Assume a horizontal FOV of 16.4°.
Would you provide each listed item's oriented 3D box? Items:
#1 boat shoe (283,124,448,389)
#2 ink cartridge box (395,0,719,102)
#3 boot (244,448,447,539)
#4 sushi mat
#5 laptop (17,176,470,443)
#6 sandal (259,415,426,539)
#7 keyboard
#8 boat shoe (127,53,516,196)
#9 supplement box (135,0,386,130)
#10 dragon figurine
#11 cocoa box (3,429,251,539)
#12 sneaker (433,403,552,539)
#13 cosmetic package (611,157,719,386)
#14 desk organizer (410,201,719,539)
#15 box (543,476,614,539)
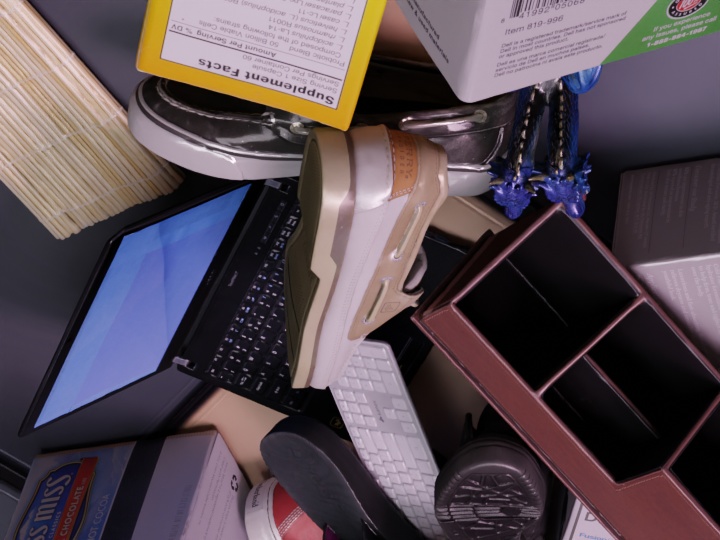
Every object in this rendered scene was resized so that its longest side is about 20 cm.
[{"bbox_3d":[0.000,0.000,1.268,0.068,0.075,0.200,-2,150,-11],"label":"boat shoe"},{"bbox_3d":[0.102,-0.182,1.053,0.146,0.083,0.200,-16,145,-22],"label":"ink cartridge box"},{"bbox_3d":[0.037,0.193,1.523,0.144,0.073,0.200,-17,123,25],"label":"boot"},{"bbox_3d":[-0.191,-0.099,1.343,0.095,0.012,0.200,-23,124,31],"label":"sushi mat"},{"bbox_3d":[-0.060,0.041,1.380,0.199,0.104,0.178,23,134,-8],"label":"laptop"},{"bbox_3d":[0.007,0.172,1.438,0.201,0.048,0.075,49,144,-10],"label":"sandal"},{"bbox_3d":[0.025,0.114,1.409,0.056,0.011,0.201,12,136,42],"label":"keyboard"},{"bbox_3d":[-0.019,-0.088,1.279,0.199,0.071,0.064,5,134,-2],"label":"boat shoe"},{"bbox_3d":[-0.027,-0.184,1.159,0.108,0.110,0.201,16,133,-2],"label":"supplement box"},{"bbox_3d":[0.090,-0.119,1.195,0.059,0.100,0.201,4,128,10],"label":"dragon figurine"},{"bbox_3d":[-0.140,0.215,1.493,0.131,0.201,0.134,-8,130,21],"label":"cocoa box"},{"bbox_3d":[0.076,0.108,1.373,0.060,0.105,0.200,-1,150,7],"label":"sneaker"},{"bbox_3d":[0.237,-0.003,1.282,0.199,0.090,0.107,-8,129,17],"label":"cosmetic package"},{"bbox_3d":[0.129,0.064,1.267,0.200,0.072,0.077,47,150,-8],"label":"desk organizer"},{"bbox_3d":[0.138,0.150,1.424,0.060,0.117,0.201,12,133,1],"label":"box"}]
